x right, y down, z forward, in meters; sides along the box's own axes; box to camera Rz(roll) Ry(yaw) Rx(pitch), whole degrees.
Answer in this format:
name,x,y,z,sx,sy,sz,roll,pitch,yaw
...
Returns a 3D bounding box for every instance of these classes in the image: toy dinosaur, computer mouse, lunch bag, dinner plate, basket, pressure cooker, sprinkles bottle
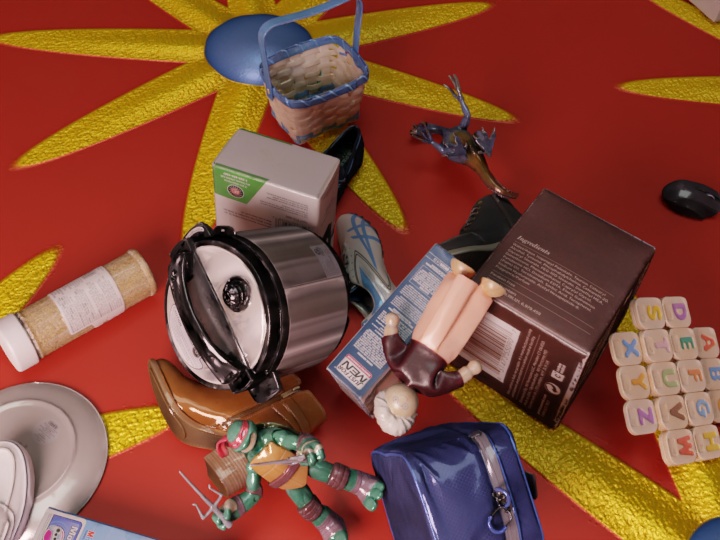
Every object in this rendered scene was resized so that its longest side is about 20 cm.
name,x,y,z,sx,sy,sz,roll,pitch,yaw
toy dinosaur,0.138,-0.185,1.280,0.103,0.181,0.204,-24,97,-4
computer mouse,0.561,-0.103,1.285,0.195,0.034,0.059,10,50,2
lunch bag,0.105,0.230,0.866,0.130,0.200,0.139,-16,87,-16
dinner plate,-0.390,0.212,0.959,0.195,0.025,0.203,3,51,-4
basket,-0.075,-0.310,1.284,0.174,0.202,0.140,-24,56,-23
pressure cooker,-0.126,0.039,0.953,0.173,0.183,0.199,20,18,29
sprinkles bottle,-0.357,0.047,1.063,0.198,0.069,0.068,-33,60,-27

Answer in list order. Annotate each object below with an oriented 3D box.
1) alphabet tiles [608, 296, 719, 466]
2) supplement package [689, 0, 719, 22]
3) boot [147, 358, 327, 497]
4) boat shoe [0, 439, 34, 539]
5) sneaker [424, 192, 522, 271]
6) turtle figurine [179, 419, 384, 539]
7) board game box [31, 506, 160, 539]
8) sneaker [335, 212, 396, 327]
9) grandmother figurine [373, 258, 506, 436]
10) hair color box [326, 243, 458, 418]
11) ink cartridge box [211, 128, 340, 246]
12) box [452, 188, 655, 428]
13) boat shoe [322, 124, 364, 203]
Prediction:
name,x,y,z,sx,sy,sz,roll,pitch,yaw
alphabet tiles,0.386,0.132,1.029,0.192,0.015,0.205,1,72,-31
supplement package,0.728,-0.614,1.633,0.196,0.149,0.193,-17,54,-18
boot,-0.149,0.153,1.000,0.153,0.074,0.200,-32,69,-28
boat shoe,-0.390,0.270,0.864,0.072,0.066,0.204,3,62,-1
sneaker,0.154,-0.042,1.184,0.196,0.076,0.107,-13,48,-26
turtle figurine,-0.079,0.211,0.881,0.198,0.150,0.102,34,31,-22
board game box,-0.260,0.361,0.828,0.191,0.056,0.203,14,52,6
sneaker,0.000,0.000,1.130,0.071,0.073,0.202,-9,51,-20
grandmother figurine,0.075,0.088,0.931,0.120,0.061,0.202,28,84,20
hair color box,0.053,0.075,1.017,0.060,0.100,0.200,38,79,23
ink cartridge box,-0.109,-0.063,1.089,0.144,0.202,0.084,18,47,9
box,0.236,0.045,1.053,0.162,0.168,0.200,30,55,20
boat shoe,-0.056,-0.143,1.240,0.082,0.069,0.202,18,52,9
